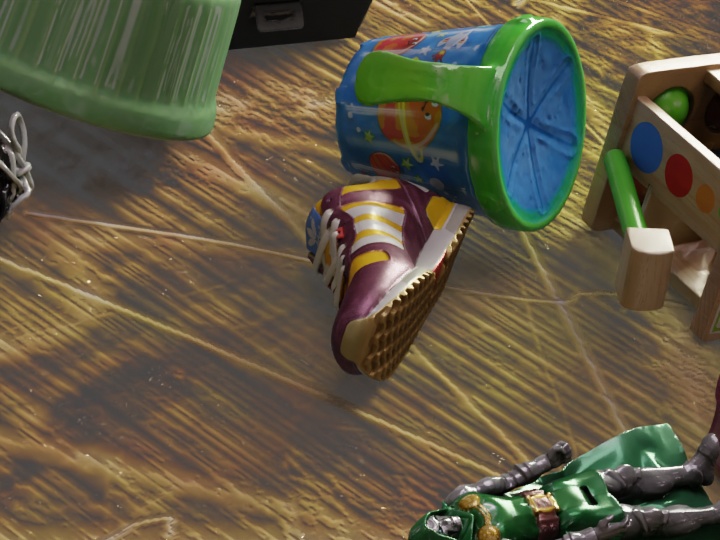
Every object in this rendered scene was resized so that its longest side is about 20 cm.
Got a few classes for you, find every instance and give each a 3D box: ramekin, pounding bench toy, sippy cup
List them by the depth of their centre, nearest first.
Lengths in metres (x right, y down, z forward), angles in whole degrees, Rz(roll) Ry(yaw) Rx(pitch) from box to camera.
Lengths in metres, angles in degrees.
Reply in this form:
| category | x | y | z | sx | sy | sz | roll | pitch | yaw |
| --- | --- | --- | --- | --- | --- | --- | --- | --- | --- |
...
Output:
| category | x | y | z | sx | sy | sz | roll | pitch | yaw |
| --- | --- | --- | --- | --- | --- | --- | --- | --- | --- |
| ramekin | -0.172 | -0.166 | 1.579 | 0.200 | 0.098 | 0.200 | 20 | 14 | -5 |
| sippy cup | 0.059 | -0.097 | 1.591 | 0.130 | 0.178 | 0.140 | 7 | 46 | 30 |
| pounding bench toy | 0.209 | -0.052 | 1.594 | 0.200 | 0.124 | 0.156 | -9 | 39 | -33 |

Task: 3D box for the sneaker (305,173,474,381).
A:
| category | x | y | z | sx | sy | sz | roll | pitch | yaw |
| --- | --- | --- | --- | --- | --- | --- | --- | --- | --- |
| sneaker | 0.000 | 0.000 | 1.479 | 0.090 | 0.075 | 0.200 | 23 | 24 | 8 |

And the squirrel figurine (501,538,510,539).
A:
| category | x | y | z | sx | sy | sz | roll | pitch | yaw |
| --- | --- | --- | --- | --- | --- | --- | --- | --- | --- |
| squirrel figurine | 0.140 | 0.187 | 1.169 | 0.186 | 0.142 | 0.200 | 13 | 13 | 10 |

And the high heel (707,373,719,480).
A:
| category | x | y | z | sx | sy | sz | roll | pitch | yaw |
| --- | --- | --- | --- | --- | --- | --- | --- | --- | --- |
| high heel | 0.268 | 0.117 | 1.387 | 0.067 | 0.096 | 0.200 | -5 | 37 | -30 |

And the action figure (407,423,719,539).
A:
| category | x | y | z | sx | sy | sz | roll | pitch | yaw |
| --- | --- | --- | --- | --- | --- | --- | --- | --- | --- |
| action figure | 0.115 | 0.132 | 1.345 | 0.200 | 0.055 | 0.118 | -8 | 42 | -26 |

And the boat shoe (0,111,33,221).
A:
| category | x | y | z | sx | sy | sz | roll | pitch | yaw |
| --- | --- | --- | --- | --- | --- | --- | --- | --- | --- |
| boat shoe | -0.229 | -0.060 | 1.469 | 0.068 | 0.074 | 0.199 | -10 | 29 | -12 |

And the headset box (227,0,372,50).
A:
| category | x | y | z | sx | sy | sz | roll | pitch | yaw |
| --- | --- | --- | --- | --- | --- | --- | --- | --- | --- |
| headset box | -0.095 | -0.248 | 1.763 | 0.174 | 0.093 | 0.200 | -10 | 54 | -34 |
